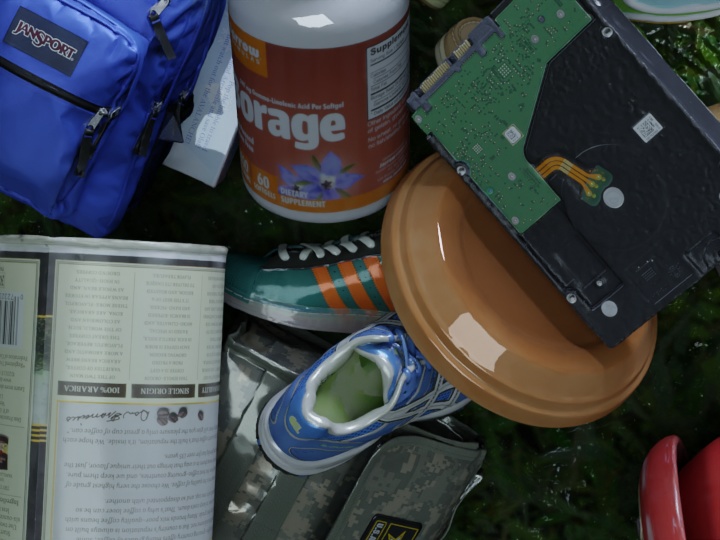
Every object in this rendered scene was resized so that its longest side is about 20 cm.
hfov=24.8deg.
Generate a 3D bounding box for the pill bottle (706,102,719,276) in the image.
[{"bbox_3d":[0.311,-0.071,1.033,0.200,0.114,0.115,-16,99,8],"label":"pill bottle"}]

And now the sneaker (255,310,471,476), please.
[{"bbox_3d":[0.030,0.062,1.018,0.200,0.077,0.076,-33,82,-21],"label":"sneaker"}]

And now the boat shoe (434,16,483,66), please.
[{"bbox_3d":[0.134,-0.103,1.039,0.200,0.074,0.069,43,141,14],"label":"boat shoe"}]

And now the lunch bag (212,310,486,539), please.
[{"bbox_3d":[-0.031,0.145,1.108,0.200,0.118,0.164,27,104,-5],"label":"lunch bag"}]

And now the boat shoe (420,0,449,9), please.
[{"bbox_3d":[0.011,-0.262,1.047,0.063,0.073,0.201,-31,89,14],"label":"boat shoe"}]

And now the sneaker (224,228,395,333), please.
[{"bbox_3d":[0.000,0.000,1.102,0.200,0.071,0.080,9,101,-5],"label":"sneaker"}]

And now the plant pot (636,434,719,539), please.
[{"bbox_3d":[0.281,0.186,1.048,0.182,0.200,0.201,-12,100,15],"label":"plant pot"}]

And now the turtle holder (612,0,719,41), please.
[{"bbox_3d":[0.181,-0.204,1.006,0.132,0.141,0.186,24,101,-3],"label":"turtle holder"}]

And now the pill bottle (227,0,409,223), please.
[{"bbox_3d":[-0.025,-0.138,1.015,0.112,0.112,0.200,2,130,5],"label":"pill bottle"}]

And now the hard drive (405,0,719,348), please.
[{"bbox_3d":[0.136,-0.071,0.978,0.200,0.038,0.140,48,122,4],"label":"hard drive"}]

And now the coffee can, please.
[{"bbox_3d":[-0.157,0.082,0.995,0.146,0.146,0.200,3,90,5],"label":"coffee can"}]

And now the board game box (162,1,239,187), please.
[{"bbox_3d":[-0.147,-0.186,1.089,0.199,0.043,0.200,24,102,2],"label":"board game box"}]

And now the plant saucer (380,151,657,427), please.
[{"bbox_3d":[0.108,0.001,1.033,0.200,0.200,0.037,40,140,-3],"label":"plant saucer"}]

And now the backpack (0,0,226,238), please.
[{"bbox_3d":[-0.169,-0.137,0.996,0.162,0.168,0.200,27,101,-8],"label":"backpack"}]
